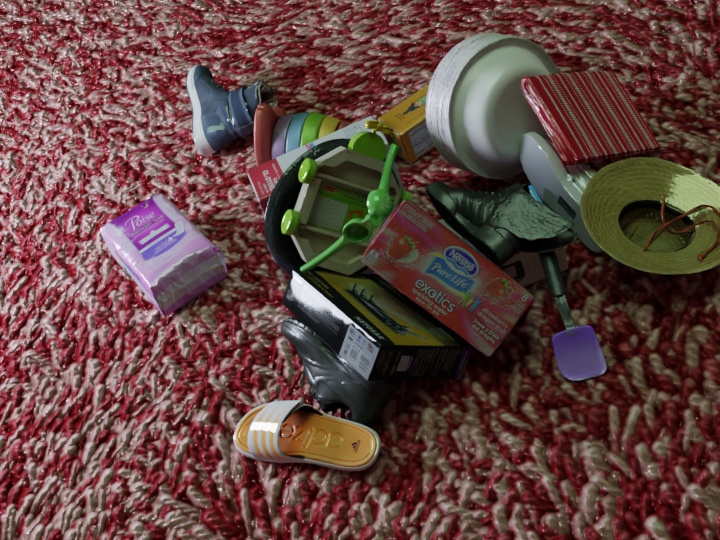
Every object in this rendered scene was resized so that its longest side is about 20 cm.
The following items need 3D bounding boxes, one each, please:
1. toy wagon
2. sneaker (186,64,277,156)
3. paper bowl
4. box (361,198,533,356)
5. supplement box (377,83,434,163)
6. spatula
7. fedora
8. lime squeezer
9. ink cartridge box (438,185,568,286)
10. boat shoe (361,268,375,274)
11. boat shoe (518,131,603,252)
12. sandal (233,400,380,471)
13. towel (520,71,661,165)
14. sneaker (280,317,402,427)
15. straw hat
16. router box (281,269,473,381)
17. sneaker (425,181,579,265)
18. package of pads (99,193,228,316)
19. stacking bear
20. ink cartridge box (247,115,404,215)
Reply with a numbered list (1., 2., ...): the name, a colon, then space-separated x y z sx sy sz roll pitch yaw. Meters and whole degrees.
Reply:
1. toy wagon: -0.010 -0.097 1.530 0.040 0.155 0.201 31 103 65
2. sneaker: -0.215 -0.294 2.006 0.146 0.077 0.203 -25 50 13
3. paper bowl: 0.200 -0.228 1.673 0.200 0.201 0.104 -38 32 -17
4. box: 0.106 0.006 1.464 0.096 0.200 0.100 -53 0 5
5. supplement box: 0.127 -0.251 1.839 0.200 0.069 0.067 -33 42 -15
6. spatula: 0.251 0.043 1.474 0.056 0.021 0.200 -16 59 6
7. fedora: -0.046 -0.083 1.593 0.200 0.201 0.092 -32 22 -11
8. lime squeezer: -0.002 -0.070 1.477 0.071 0.038 0.200 35 88 39
9. ink cartridge box: 0.161 -0.023 1.586 0.199 0.068 0.116 -21 43 0
10. boat shoe: 0.000 0.000 1.643 0.200 0.072 0.062 -39 61 -8
11. boat shoe: 0.290 -0.114 1.599 0.066 0.072 0.200 -24 59 -24
12. sandal: -0.073 0.194 1.451 0.206 0.059 0.079 3 64 30
13. towel: 0.316 -0.211 1.634 0.200 0.022 0.145 -11 66 -40
14. sneaker: -0.041 0.126 1.502 0.200 0.076 0.091 35 103 39
15. straw hat: 0.372 -0.044 1.508 0.200 0.085 0.202 0 54 0
16. router box: 0.019 0.068 1.498 0.157 0.052 0.200 4 24 -41
17. sneaker: 0.179 -0.076 1.534 0.104 0.060 0.200 -39 51 -6
18. package of pads: -0.293 -0.027 1.777 0.120 0.076 0.200 -33 43 -16
19. stacking bear: -0.052 -0.192 1.823 0.199 0.114 0.121 5 5 13
20. ink cartridge box: -0.040 -0.109 1.700 0.200 0.146 0.083 -24 39 -2
